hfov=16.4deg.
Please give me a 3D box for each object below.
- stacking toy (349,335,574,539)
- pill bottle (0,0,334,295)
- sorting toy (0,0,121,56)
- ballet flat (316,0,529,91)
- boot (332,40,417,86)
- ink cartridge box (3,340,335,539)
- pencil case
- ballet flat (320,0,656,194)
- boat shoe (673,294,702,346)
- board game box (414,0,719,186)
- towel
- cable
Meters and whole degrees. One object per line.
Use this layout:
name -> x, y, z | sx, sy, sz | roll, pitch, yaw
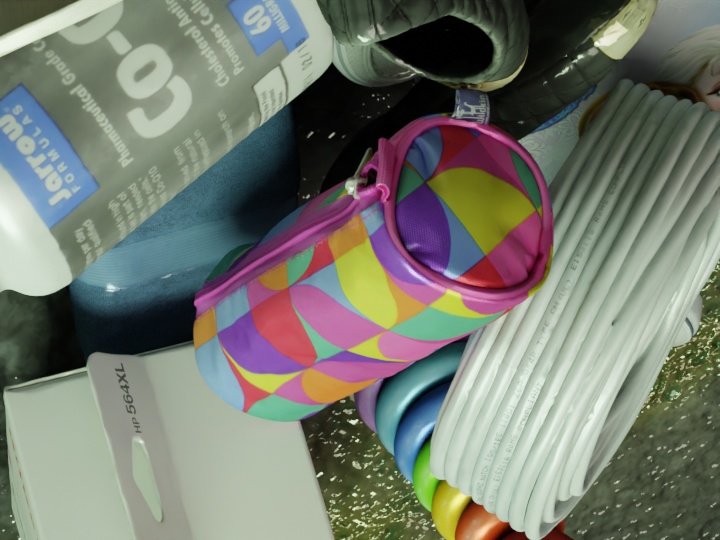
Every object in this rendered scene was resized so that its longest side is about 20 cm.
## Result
stacking toy -> 0.059, 0.098, 1.196 | 0.085, 0.200, 0.086 | -14, 136, -14
pill bottle -> -0.118, -0.063, 0.962 | 0.200, 0.114, 0.114 | -41, 139, -14
sorting toy -> -0.117, -0.158, 0.902 | 0.180, 0.200, 0.107 | -32, 159, 11
ballet flat -> 0.017, -0.089, 0.902 | 0.066, 0.057, 0.200 | -2, 172, 17
boot -> 0.050, -0.133, 0.979 | 0.073, 0.096, 0.200 | 1, 131, -31
ink cartridge box -> -0.087, 0.119, 1.145 | 0.125, 0.129, 0.200 | -14, 162, -12
pencil case -> 0.000, 0.000, 1.017 | 0.088, 0.089, 0.200 | 1, 160, -27
ballet flat -> 0.058, -0.069, 1.066 | 0.057, 0.067, 0.200 | 31, 134, -23
boat shoe -> 0.081, 0.014, 1.208 | 0.200, 0.066, 0.074 | 19, 156, -28
board game box -> 0.163, -0.085, 1.143 | 0.200, 0.041, 0.199 | -29, 141, 32
towel -> -0.081, -0.032, 1.115 | 0.111, 0.049, 0.200 | -15, 137, -12
cable -> 0.098, 0.016, 1.072 | 0.200, 0.069, 0.200 | -41, 156, -62
